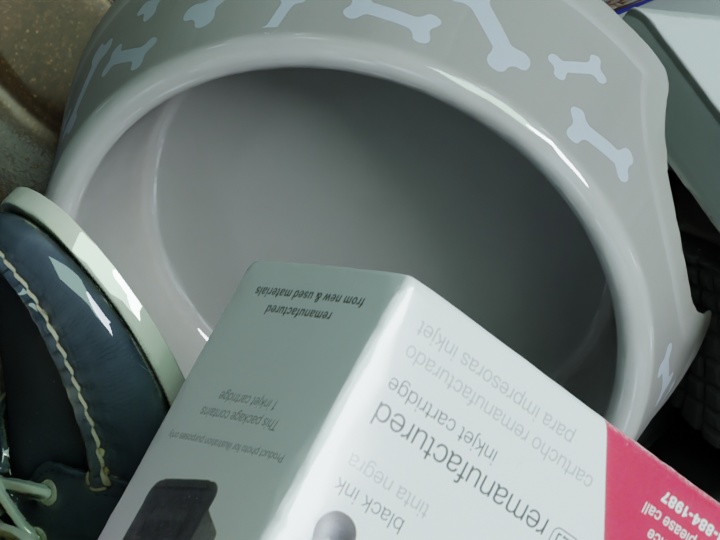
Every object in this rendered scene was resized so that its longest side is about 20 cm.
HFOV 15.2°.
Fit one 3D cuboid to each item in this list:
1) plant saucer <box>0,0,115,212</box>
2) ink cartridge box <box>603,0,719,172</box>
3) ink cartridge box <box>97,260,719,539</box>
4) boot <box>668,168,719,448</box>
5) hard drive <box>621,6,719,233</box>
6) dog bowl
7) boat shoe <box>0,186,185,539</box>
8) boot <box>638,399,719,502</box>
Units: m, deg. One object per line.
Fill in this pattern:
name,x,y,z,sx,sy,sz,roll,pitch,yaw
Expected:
plant saucer,-0.071,-0.093,0.847,0.199,0.037,0.201,7,73,-23
ink cartridge box,0.115,-0.077,0.885,0.199,0.099,0.039,-23,116,-29
ink cartridge box,-0.004,0.121,0.664,0.145,0.083,0.201,36,74,-28
boot,0.136,-0.012,0.836,0.131,0.200,0.070,-26,127,-24
hard drive,0.182,-0.023,0.805,0.199,0.026,0.132,2,41,-35
dog bowl,0.000,0.000,0.758,0.200,0.200,0.059,39,35,-9
boat shoe,-0.074,0.072,0.743,0.062,0.075,0.201,-29,127,-19
boot,0.151,0.082,0.820,0.211,0.157,0.080,-51,141,-27
